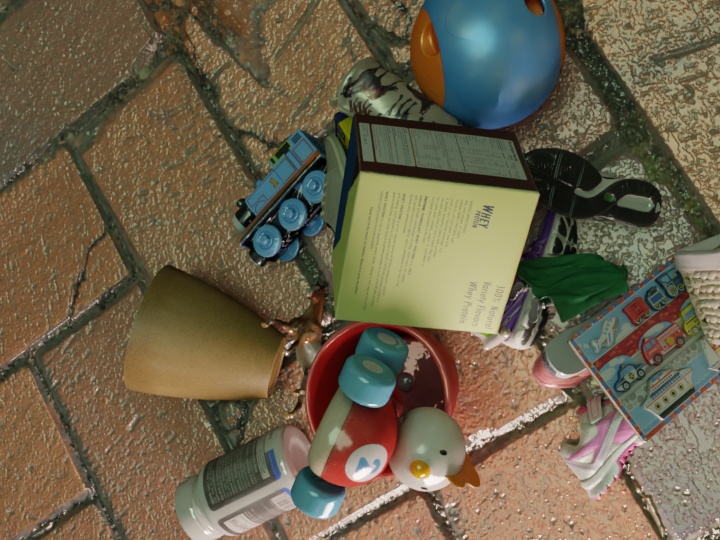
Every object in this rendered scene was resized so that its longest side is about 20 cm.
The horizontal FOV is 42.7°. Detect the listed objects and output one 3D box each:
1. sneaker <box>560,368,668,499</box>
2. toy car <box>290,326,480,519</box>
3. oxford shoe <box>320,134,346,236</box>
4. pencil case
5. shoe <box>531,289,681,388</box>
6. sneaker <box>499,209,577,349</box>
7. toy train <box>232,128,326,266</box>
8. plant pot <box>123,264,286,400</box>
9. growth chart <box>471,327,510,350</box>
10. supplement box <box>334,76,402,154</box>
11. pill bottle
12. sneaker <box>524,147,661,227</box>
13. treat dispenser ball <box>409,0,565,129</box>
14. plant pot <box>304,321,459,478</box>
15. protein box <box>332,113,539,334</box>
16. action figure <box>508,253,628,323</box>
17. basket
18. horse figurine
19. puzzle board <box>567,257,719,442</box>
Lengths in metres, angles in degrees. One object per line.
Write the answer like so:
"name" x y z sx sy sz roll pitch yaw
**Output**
"sneaker" 0.326 0.192 1.183 0.088 0.081 0.201 37 101 14
"toy car" 0.050 0.202 1.057 0.197 0.177 0.187 25 109 5
"oxford shoe" -0.029 -0.094 1.226 0.057 0.075 0.203 -16 64 5
"pencil case" 0.057 -0.182 1.159 0.199 0.078 0.090 38 67 7
"shoe" 0.315 0.091 1.196 0.197 0.091 0.072 -23 74 -12
"sneaker" 0.223 0.001 1.225 0.083 0.080 0.203 26 94 33
"toy train" -0.105 -0.102 1.334 0.200 0.086 0.115 -46 69 13
"plant pot" -0.213 0.109 1.335 0.196 0.186 0.190 16 95 4
"growth chart" 0.116 0.036 1.232 0.199 0.145 0.018 39 78 13
"supplement box" 0.058 -0.135 1.244 0.108 0.109 0.202 -30 79 -7
"pill bottle" -0.165 0.313 1.338 0.198 0.114 0.115 -28 81 17
"sneaker" 0.269 -0.099 1.171 0.197 0.115 0.077 16 90 -15
"treat dispenser ball" 0.162 -0.284 1.176 0.197 0.200 0.205 0 90 19
"plant pot" 0.045 0.159 1.230 0.197 0.177 0.205 0 91 18
"protein box" 0.077 -0.053 1.070 0.196 0.136 0.201 5 126 -7
"action figure" 0.272 0.018 1.154 0.119 0.197 0.055 52 135 33
"basket" 0.471 0.013 1.062 0.133 0.200 0.125 -19 92 -2
"horse figurine" -0.076 0.128 1.314 0.049 0.132 0.204 -12 97 31
"puzzle board" 0.374 0.093 1.143 0.198 0.017 0.152 -33 78 -18
